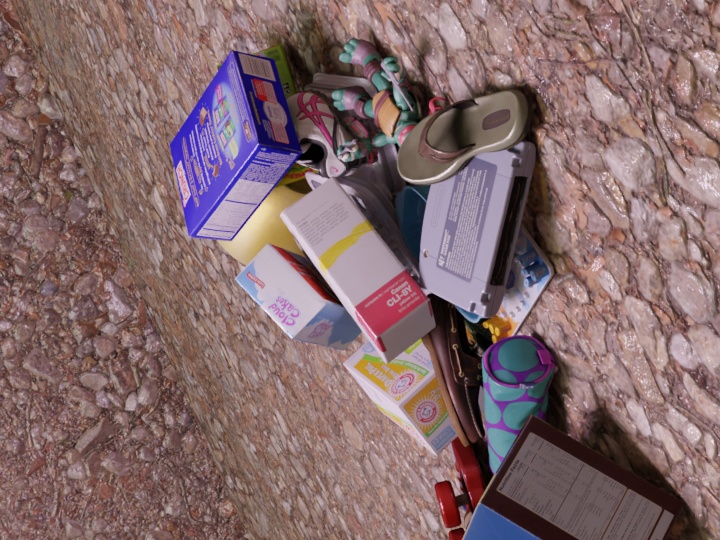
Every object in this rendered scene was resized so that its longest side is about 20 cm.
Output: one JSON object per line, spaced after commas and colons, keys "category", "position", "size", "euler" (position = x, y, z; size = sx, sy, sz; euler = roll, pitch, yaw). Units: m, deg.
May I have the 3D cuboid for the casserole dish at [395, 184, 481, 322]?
{"category": "casserole dish", "position": [0.112, -0.027, 1.511], "size": [0.200, 0.039, 0.121], "euler": [51, 155, 30]}

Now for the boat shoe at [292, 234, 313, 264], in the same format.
{"category": "boat shoe", "position": [-0.008, -0.010, 1.651], "size": [0.200, 0.072, 0.065], "euler": [46, 162, -20]}

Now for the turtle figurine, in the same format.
{"category": "turtle figurine", "position": [0.026, -0.195, 1.498], "size": [0.150, 0.100, 0.200], "euler": [-60, 35, 22]}

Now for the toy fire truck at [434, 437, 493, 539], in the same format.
{"category": "toy fire truck", "position": [0.171, 0.338, 1.796], "size": [0.168, 0.111, 0.201], "euler": [-105, -2, -68]}

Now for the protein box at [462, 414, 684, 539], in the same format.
{"category": "protein box", "position": [0.238, 0.312, 1.445], "size": [0.199, 0.135, 0.199], "euler": [30, 148, 14]}

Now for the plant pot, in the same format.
{"category": "plant pot", "position": [-0.115, -0.116, 1.836], "size": [0.201, 0.199, 0.142], "euler": [57, 141, 16]}

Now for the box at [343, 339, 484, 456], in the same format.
{"category": "box", "position": [0.077, 0.157, 1.713], "size": [0.102, 0.112, 0.200], "euler": [52, 170, -24]}

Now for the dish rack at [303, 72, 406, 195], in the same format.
{"category": "dish rack", "position": [-0.018, -0.183, 1.701], "size": [0.200, 0.043, 0.173], "euler": [20, 132, 59]}

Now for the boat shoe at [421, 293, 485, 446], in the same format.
{"category": "boat shoe", "position": [0.126, 0.121, 1.572], "size": [0.070, 0.070, 0.201], "euler": [35, -144, -79]}

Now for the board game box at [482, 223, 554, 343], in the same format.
{"category": "board game box", "position": [0.146, -0.028, 1.517], "size": [0.201, 0.026, 0.200], "euler": [57, 158, 19]}

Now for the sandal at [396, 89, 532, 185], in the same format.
{"category": "sandal", "position": [0.104, -0.154, 1.352], "size": [0.201, 0.057, 0.080], "euler": [-23, 69, 50]}

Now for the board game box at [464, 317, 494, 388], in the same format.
{"category": "board game box", "position": [0.153, 0.105, 1.656], "size": [0.200, 0.023, 0.105], "euler": [41, 150, 45]}

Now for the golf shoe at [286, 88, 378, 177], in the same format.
{"category": "golf shoe", "position": [-0.063, -0.182, 1.626], "size": [0.200, 0.092, 0.073], "euler": [38, 148, 50]}

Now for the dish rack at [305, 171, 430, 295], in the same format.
{"category": "dish rack", "position": [0.022, -0.062, 1.673], "size": [0.171, 0.044, 0.200], "euler": [24, 154, 55]}

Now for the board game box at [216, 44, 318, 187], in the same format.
{"category": "board game box", "position": [-0.132, -0.218, 1.761], "size": [0.048, 0.101, 0.201], "euler": [67, -174, -65]}

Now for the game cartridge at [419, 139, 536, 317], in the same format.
{"category": "game cartridge", "position": [0.126, -0.062, 1.393], "size": [0.133, 0.041, 0.201], "euler": [31, 113, 55]}

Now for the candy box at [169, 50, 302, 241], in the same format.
{"category": "candy box", "position": [-0.173, -0.164, 1.658], "size": [0.200, 0.077, 0.170], "euler": [-46, 48, 38]}

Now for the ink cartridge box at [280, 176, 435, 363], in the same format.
{"category": "ink cartridge box", "position": [0.000, 0.000, 1.515], "size": [0.200, 0.083, 0.145], "euler": [52, 176, 17]}

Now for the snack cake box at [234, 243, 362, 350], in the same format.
{"category": "snack cake box", "position": [-0.069, 0.038, 1.624], "size": [0.115, 0.067, 0.200], "euler": [46, -172, 19]}

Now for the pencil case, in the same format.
{"category": "pencil case", "position": [0.202, 0.180, 1.543], "size": [0.085, 0.092, 0.201], "euler": [-83, -12, -48]}
